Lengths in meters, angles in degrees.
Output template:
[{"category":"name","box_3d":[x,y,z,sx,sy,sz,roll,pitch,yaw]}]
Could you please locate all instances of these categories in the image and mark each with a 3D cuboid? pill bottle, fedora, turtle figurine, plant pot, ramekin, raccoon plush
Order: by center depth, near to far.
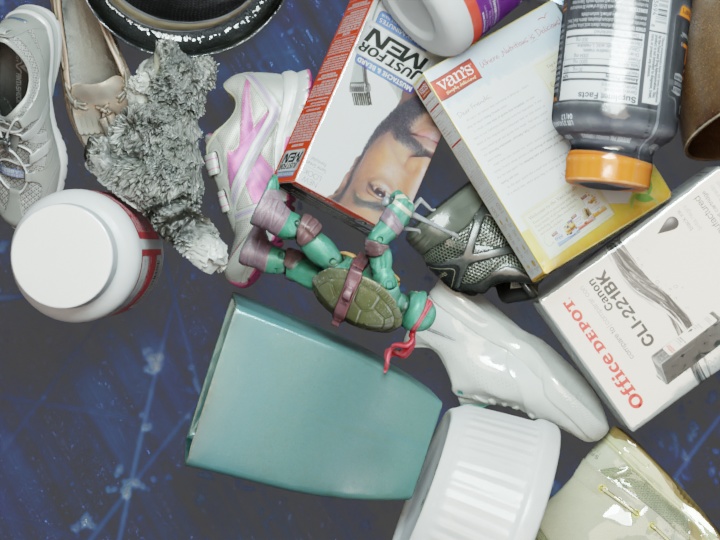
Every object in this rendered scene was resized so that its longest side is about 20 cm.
[{"category":"pill bottle","box_3d":[0.213,-0.167,1.550,0.105,0.106,0.202,7,88,2]},{"category":"turtle figurine","box_3d":[0.000,0.000,1.581,0.199,0.101,0.150,25,129,0]},{"category":"pill bottle","box_3d":[0.112,-0.278,1.587,0.200,0.112,0.113,-41,89,-16]},{"category":"ramekin","box_3d":[0.091,0.208,1.610,0.094,0.202,0.204,21,92,-1]},{"category":"plant pot","box_3d":[0.331,-0.225,1.618,0.186,0.187,0.201,-19,75,3]},{"category":"raccoon plush","box_3d":[-0.141,-0.103,1.620,0.200,0.097,0.134,40,101,23]},{"category":"pill bottle","box_3d":[-0.236,-0.013,1.623,0.111,0.200,0.113,0,91,3]},{"category":"fedora","box_3d":[-0.147,-0.281,1.641,0.199,0.092,0.203,1,87,-15]},{"category":"plant pot","box_3d":[-0.038,0.120,1.653,0.198,0.141,0.142,17,92,-6]}]

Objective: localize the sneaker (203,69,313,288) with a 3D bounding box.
[{"category":"sneaker","box_3d":[-0.099,-0.086,1.681,0.087,0.081,0.202,11,84,4]}]

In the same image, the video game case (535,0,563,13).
[{"category":"video game case","box_3d":[0.156,-0.349,1.675,0.180,0.045,0.201,25,92,3]}]

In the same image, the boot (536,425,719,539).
[{"category":"boot","box_3d":[0.241,0.260,1.672,0.155,0.072,0.200,-43,84,2]}]

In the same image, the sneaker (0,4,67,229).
[{"category":"sneaker","box_3d":[-0.309,-0.130,1.666,0.074,0.082,0.202,6,109,19]}]

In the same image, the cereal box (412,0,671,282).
[{"category":"cereal box","box_3d":[0.155,-0.111,1.608,0.143,0.040,0.201,-29,85,-19]}]

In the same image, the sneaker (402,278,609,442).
[{"category":"sneaker","box_3d":[0.128,0.097,1.682,0.200,0.075,0.089,40,104,8]}]

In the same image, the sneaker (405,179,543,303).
[{"category":"sneaker","box_3d":[0.146,-0.047,1.658,0.199,0.076,0.115,-39,95,-16]}]

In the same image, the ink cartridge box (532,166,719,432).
[{"category":"ink cartridge box","box_3d":[0.270,0.025,1.659,0.199,0.084,0.145,-36,90,3]}]

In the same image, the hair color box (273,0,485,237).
[{"category":"hair color box","box_3d":[0.016,-0.141,1.641,0.110,0.064,0.201,27,80,-22]}]

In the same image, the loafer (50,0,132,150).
[{"category":"loafer","box_3d":[-0.239,-0.178,1.688,0.071,0.063,0.202,-16,90,2]}]
